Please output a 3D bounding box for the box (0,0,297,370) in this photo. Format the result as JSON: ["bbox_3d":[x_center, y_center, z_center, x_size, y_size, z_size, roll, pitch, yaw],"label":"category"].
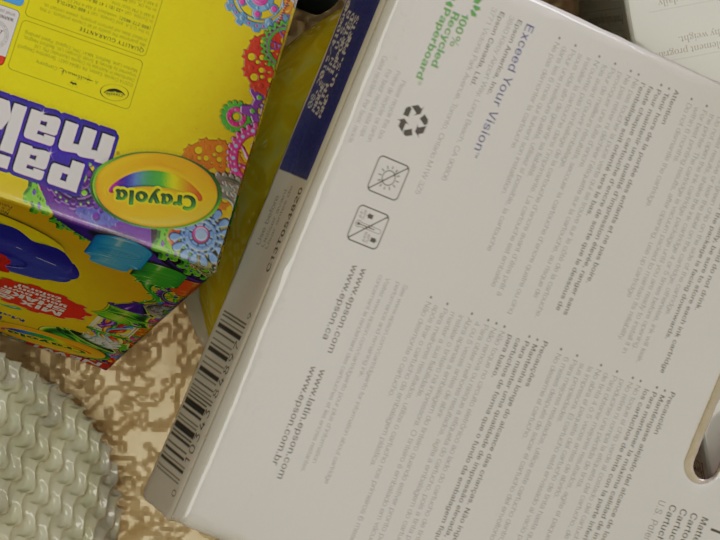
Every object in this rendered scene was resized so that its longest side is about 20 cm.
[{"bbox_3d":[-0.145,-0.067,0.940,0.200,0.193,0.122,19,74,-11],"label":"box"}]

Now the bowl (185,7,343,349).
[{"bbox_3d":[0.000,0.000,1.008,0.108,0.200,0.200,-6,97,37],"label":"bowl"}]

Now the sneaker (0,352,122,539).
[{"bbox_3d":[-0.174,0.060,1.023,0.200,0.099,0.070,47,51,-38],"label":"sneaker"}]

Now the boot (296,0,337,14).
[{"bbox_3d":[-0.053,-0.206,0.956,0.168,0.076,0.200,22,91,-23],"label":"boot"}]

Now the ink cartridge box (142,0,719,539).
[{"bbox_3d":[0.055,0.019,0.905,0.200,0.041,0.200,23,91,-24],"label":"ink cartridge box"}]

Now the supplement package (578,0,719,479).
[{"bbox_3d":[0.153,-0.027,0.998,0.109,0.114,0.200,-11,94,-3],"label":"supplement package"}]
